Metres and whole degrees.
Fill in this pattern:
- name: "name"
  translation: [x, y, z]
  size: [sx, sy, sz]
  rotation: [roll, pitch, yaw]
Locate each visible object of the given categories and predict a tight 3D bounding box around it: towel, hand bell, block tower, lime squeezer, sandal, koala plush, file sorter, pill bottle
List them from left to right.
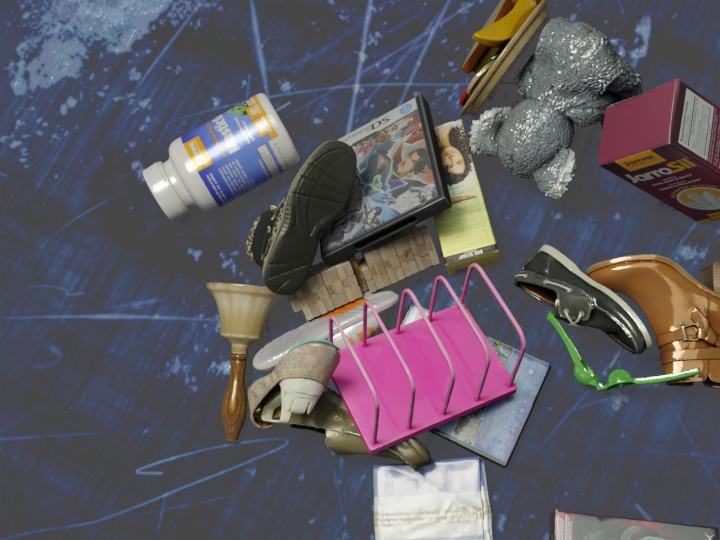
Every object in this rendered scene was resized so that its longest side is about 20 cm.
- name: "pill bottle"
  translation: [-0.195, -0.152, 1.211]
  size: [0.200, 0.112, 0.112]
  rotation: [-30, 70, -3]
- name: "hand bell"
  translation: [-0.158, 0.121, 1.142]
  size: [0.104, 0.104, 0.201]
  rotation: [3, 85, 10]
- name: "sandal"
  translation: [-0.039, 0.089, 1.129]
  size: [0.206, 0.079, 0.059]
  rotation: [-28, 110, -11]
- name: "block tower"
  translation: [0.000, 0.000, 1.147]
  size: [0.199, 0.058, 0.054]
  rotation: [-23, 107, -2]
- name: "file sorter"
  translation: [0.074, 0.095, 1.029]
  size: [0.199, 0.126, 0.139]
  rotation: [-20, 57, -16]
- name: "towel"
  translation: [0.089, 0.330, 1.053]
  size: [0.146, 0.024, 0.201]
  rotation: [-7, 69, 9]
- name: "koala plush"
  translation: [0.249, -0.207, 1.144]
  size: [0.177, 0.184, 0.200]
  rotation: [39, 92, 19]
- name: "lime squeezer"
  translation: [0.310, 0.118, 1.075]
  size: [0.200, 0.038, 0.071]
  rotation: [21, 73, 36]

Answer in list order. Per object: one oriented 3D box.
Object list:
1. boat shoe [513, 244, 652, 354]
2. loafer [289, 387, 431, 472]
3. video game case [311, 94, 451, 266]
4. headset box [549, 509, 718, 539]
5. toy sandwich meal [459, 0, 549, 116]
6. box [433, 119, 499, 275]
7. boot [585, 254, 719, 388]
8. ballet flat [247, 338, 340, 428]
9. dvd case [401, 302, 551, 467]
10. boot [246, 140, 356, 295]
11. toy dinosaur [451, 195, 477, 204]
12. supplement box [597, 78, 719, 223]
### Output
- name: "boat shoe"
  translation: [0.273, 0.047, 1.078]
  size: [0.068, 0.072, 0.200]
  rotation: [-38, 48, -10]
- name: "loafer"
  translation: [-0.005, 0.204, 1.086]
  size: [0.199, 0.076, 0.068]
  rotation: [23, 77, 25]
- name: "video game case"
  translation: [0.021, -0.122, 1.146]
  size: [0.180, 0.026, 0.201]
  rotation: [-25, 46, 20]
- name: "headset box"
  translation: [0.293, 0.356, 0.986]
  size: [0.199, 0.077, 0.149]
  rotation: [5, 72, 8]
- name: "toy sandwich meal"
  translation: [0.179, -0.299, 1.166]
  size: [0.070, 0.205, 0.205]
  rotation: [37, 80, 2]
- name: "box"
  translation: [0.128, -0.100, 1.177]
  size: [0.075, 0.050, 0.201]
  rotation: [-16, 71, 6]
- name: "boot"
  translation: [0.378, 0.066, 1.081]
  size: [0.199, 0.077, 0.156]
  rotation: [6, 76, 3]
- name: "ballet flat"
  translation: [-0.080, 0.145, 1.042]
  size: [0.068, 0.200, 0.067]
  rotation: [16, 59, -20]
- name: "dvd case"
  translation: [0.123, 0.144, 1.113]
  size: [0.199, 0.018, 0.143]
  rotation: [24, 77, 14]
- name: "boot"
  translation: [-0.085, -0.079, 1.132]
  size: [0.073, 0.154, 0.204]
  rotation: [24, 93, -22]
- name: "toy dinosaur"
  translation: [0.043, -0.097, 1.158]
  size: [0.200, 0.060, 0.106]
  rotation: [34, 101, 37]
- name: "supplement box"
  translation: [0.402, -0.139, 1.065]
  size: [0.199, 0.110, 0.086]
  rotation: [22, 71, -27]
